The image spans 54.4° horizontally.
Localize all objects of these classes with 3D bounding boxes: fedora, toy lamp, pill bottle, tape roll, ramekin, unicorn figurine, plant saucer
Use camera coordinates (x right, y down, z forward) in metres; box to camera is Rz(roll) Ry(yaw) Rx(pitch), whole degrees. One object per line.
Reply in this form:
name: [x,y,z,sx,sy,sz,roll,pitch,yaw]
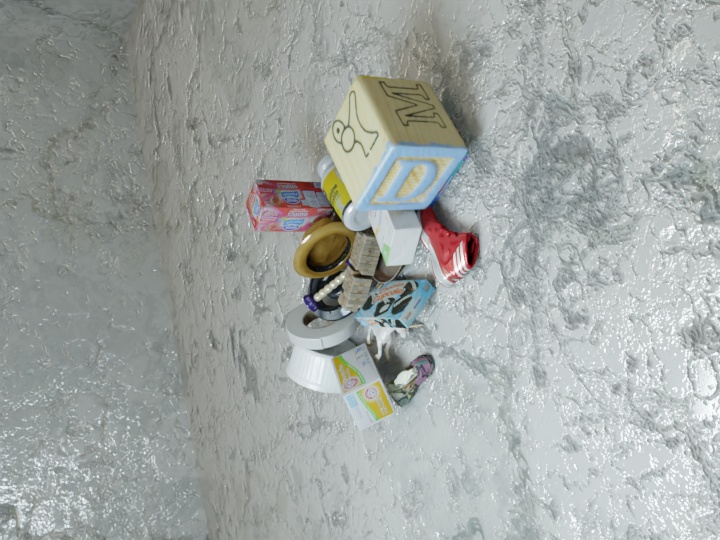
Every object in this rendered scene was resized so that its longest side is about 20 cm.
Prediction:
fedora: [-0.093,-0.068,1.794,0.082,0.199,0.201,62,142,35]
toy lamp: [-0.060,0.027,1.813,0.199,0.058,0.058,-37,56,14]
pill bottle: [-0.031,-0.201,1.738,0.201,0.111,0.113,57,139,36]
tape roll: [-0.102,0.138,1.887,0.203,0.202,0.037,36,145,51]
ramekin: [-0.096,0.244,1.903,0.200,0.199,0.099,32,114,53]
unicorn figurine: [0.060,0.154,1.738,0.200,0.073,0.138,38,130,48]
plant saucer: [0.072,-0.069,1.702,0.200,0.032,0.202,-21,67,61]

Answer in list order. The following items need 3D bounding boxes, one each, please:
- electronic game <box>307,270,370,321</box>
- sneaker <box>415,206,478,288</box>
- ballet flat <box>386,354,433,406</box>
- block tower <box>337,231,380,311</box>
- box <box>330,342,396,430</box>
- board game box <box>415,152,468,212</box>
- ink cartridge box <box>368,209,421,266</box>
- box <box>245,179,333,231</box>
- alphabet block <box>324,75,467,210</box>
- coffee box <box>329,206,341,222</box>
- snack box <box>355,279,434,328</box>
electronic game: [-0.060,0.039,1.872,0.199,0.042,0.202,-17,58,29]
sneaker: [0.195,-0.074,1.504,0.115,0.078,0.201,-38,61,35]
ballet flat: [0.105,0.268,1.681,0.069,0.071,0.200,63,144,27]
block tower: [0.000,0.000,1.740,0.058,0.054,0.201,48,126,53]
box: [0.005,0.283,1.730,0.200,0.101,0.113,-119,4,-68]
board game box: [0.146,-0.243,1.562,0.200,0.045,0.153,-57,47,44]
ink cartridge box: [0.069,-0.122,1.583,0.118,0.067,0.201,101,158,-46]
box: [-0.186,-0.167,1.823,0.096,0.199,0.100,-58,45,43]
alphabet block: [0.068,-0.261,1.460,0.196,0.195,0.201,-53,50,43]
coffee box: [-0.075,-0.123,1.917,0.200,0.079,0.115,-56,48,46]
snack box: [0.078,0.078,1.655,0.037,0.117,0.199,45,157,-21]
